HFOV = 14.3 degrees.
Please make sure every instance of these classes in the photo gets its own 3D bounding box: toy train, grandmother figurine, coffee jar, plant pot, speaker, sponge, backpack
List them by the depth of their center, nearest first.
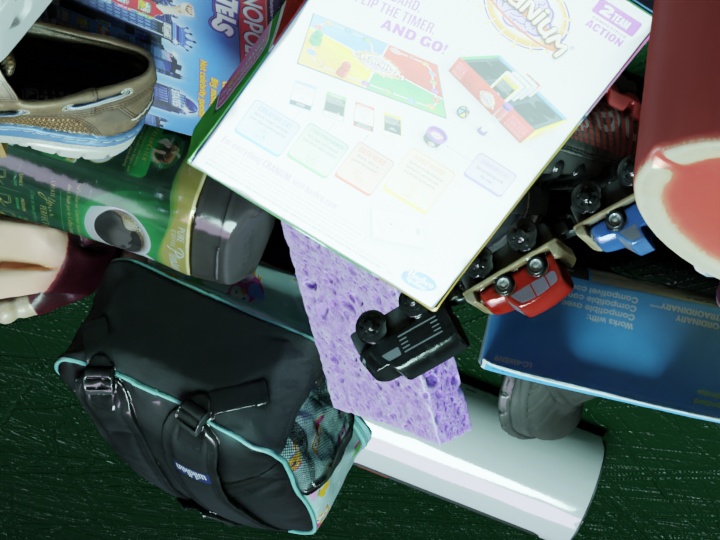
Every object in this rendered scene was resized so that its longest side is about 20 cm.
[{"bbox_3d":[0.211,-0.093,1.275,0.200,0.178,0.201,17,155,8],"label":"plant pot"},{"bbox_3d":[0.086,0.001,1.494,0.200,0.046,0.034,-31,155,11],"label":"toy train"},{"bbox_3d":[0.000,0.000,1.650,0.111,0.030,0.200,19,130,54],"label":"sponge"},{"bbox_3d":[-0.146,-0.062,1.716,0.200,0.085,0.104,18,154,5],"label":"coffee jar"},{"bbox_3d":[-0.081,0.077,1.816,0.175,0.154,0.200,18,153,21],"label":"backpack"},{"bbox_3d":[-0.197,-0.006,1.822,0.200,0.061,0.121,0,149,-36],"label":"grandmother figurine"},{"bbox_3d":[0.060,0.114,1.939,0.200,0.081,0.081,21,156,-5],"label":"speaker"}]

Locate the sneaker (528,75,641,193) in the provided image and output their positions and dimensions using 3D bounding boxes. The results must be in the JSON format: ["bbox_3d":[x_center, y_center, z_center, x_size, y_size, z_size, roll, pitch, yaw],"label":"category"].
[{"bbox_3d":[0.086,-0.070,1.514,0.200,0.098,0.071,27,153,-18],"label":"sneaker"}]

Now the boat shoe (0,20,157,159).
[{"bbox_3d":[-0.201,-0.107,1.483,0.200,0.072,0.072,1,149,-25],"label":"boat shoe"}]

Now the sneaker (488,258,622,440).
[{"bbox_3d":[0.130,0.054,1.773,0.091,0.076,0.200,8,155,12],"label":"sneaker"}]

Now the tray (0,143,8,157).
[{"bbox_3d":[-0.229,-0.152,1.567,0.037,0.099,0.200,-3,152,5],"label":"tray"}]

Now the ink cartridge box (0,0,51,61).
[{"bbox_3d":[-0.224,-0.203,1.376,0.200,0.084,0.145,40,172,-1],"label":"ink cartridge box"}]

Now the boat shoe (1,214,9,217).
[{"bbox_3d":[-0.245,-0.018,1.907,0.073,0.065,0.200,18,155,7],"label":"boat shoe"}]

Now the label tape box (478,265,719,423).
[{"bbox_3d":[0.142,0.036,1.590,0.143,0.066,0.200,12,-179,3],"label":"label tape box"}]

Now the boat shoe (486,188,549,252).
[{"bbox_3d":[0.040,-0.024,1.682,0.067,0.072,0.200,1,170,-25],"label":"boat shoe"}]

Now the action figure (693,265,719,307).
[{"bbox_3d":[0.229,0.003,1.431,0.134,0.200,0.149,18,157,5],"label":"action figure"}]

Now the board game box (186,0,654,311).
[{"bbox_3d":[0.031,-0.096,1.419,0.153,0.040,0.200,32,115,-14],"label":"board game box"}]

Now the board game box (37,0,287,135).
[{"bbox_3d":[-0.075,-0.136,1.514,0.199,0.062,0.200,22,148,10],"label":"board game box"}]
